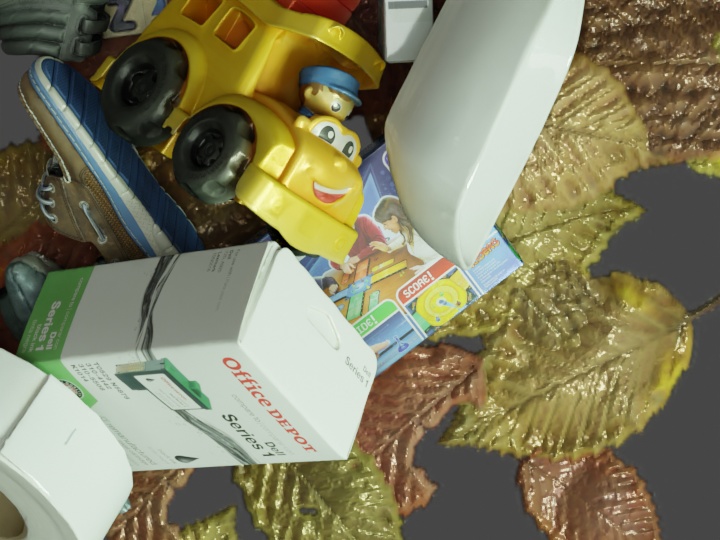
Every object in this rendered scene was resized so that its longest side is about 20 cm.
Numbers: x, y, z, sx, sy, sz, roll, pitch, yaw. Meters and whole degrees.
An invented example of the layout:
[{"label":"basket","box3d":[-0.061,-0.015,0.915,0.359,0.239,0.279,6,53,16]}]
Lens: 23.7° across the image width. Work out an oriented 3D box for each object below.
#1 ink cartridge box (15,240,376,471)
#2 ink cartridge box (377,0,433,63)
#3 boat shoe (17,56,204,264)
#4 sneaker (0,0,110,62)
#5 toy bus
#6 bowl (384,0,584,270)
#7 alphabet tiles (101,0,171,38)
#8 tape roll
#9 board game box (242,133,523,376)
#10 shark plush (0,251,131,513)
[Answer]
[{"label":"ink cartridge box","box3d":[-0.110,0.063,1.168,0.198,0.085,0.146,-7,140,34]},{"label":"ink cartridge box","box3d":[0.027,-0.246,1.165,0.039,0.100,0.202,-3,103,0]},{"label":"boat shoe","box3d":[-0.187,-0.055,1.201,0.072,0.072,0.201,-25,118,14]},{"label":"sneaker","box3d":[-0.172,-0.201,1.186,0.198,0.071,0.100,-10,104,9]},{"label":"toy bus","box3d":[-0.052,-0.128,1.141,0.193,0.200,0.135,-53,140,3]},{"label":"bowl","box3d":[0.079,-0.116,1.138,0.074,0.200,0.201,26,80,10]},{"label":"alphabet tiles","box3d":[-0.148,-0.269,1.207,0.164,0.006,0.202,-7,102,2]},{"label":"tape roll","box3d":[-0.260,0.131,1.198,0.202,0.202,0.071,36,56,-7]},{"label":"board game box","box3d":[0.000,0.000,1.250,0.199,0.034,0.136,-37,100,6]},{"label":"shark plush","box3d":[-0.217,0.083,1.243,0.090,0.083,0.202,-5,102,1]}]
